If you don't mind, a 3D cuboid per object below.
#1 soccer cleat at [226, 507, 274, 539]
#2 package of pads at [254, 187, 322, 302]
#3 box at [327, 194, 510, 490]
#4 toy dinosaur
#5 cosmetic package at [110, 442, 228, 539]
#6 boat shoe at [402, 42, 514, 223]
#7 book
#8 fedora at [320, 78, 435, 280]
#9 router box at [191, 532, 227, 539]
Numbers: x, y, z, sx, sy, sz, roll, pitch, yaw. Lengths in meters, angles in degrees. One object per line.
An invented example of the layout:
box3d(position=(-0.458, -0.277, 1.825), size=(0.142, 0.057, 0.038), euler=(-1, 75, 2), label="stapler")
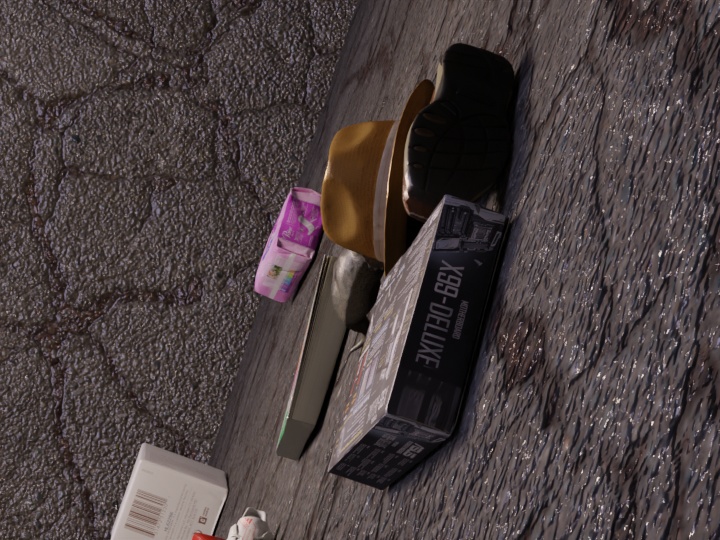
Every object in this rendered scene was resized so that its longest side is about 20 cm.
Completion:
box3d(position=(-0.125, 0.313, 1.688), size=(0.200, 0.068, 0.086), euler=(-95, 21, -86), label="soccer cleat")
box3d(position=(-0.116, -0.041, 2.596), size=(0.200, 0.075, 0.122), euler=(121, 165, -63), label="package of pads")
box3d(position=(0.037, 0.057, 1.104), size=(0.200, 0.049, 0.160), euler=(124, 164, -67), label="box")
box3d(position=(0.000, 0.000, 1.482), size=(0.201, 0.076, 0.102), euler=(-62, -3, 32), label="toy dinosaur")
box3d(position=(-0.333, 0.416, 2.721), size=(0.200, 0.164, 0.169), euler=(-157, 87, -83), label="cosmetic package")
box3d(position=(0.071, -0.091, 1.173), size=(0.201, 0.075, 0.074), euler=(-66, -2, -50), label="boat shoe")
box3d(position=(-0.050, 0.102, 1.786), size=(0.134, 0.047, 0.202), euler=(113, 172, -64), label="book")
box3d(position=(0.015, -0.067, 1.298), size=(0.201, 0.081, 0.204), euler=(9, -90, -80), label="fedora")
box3d(position=(-0.116, 0.341, 1.295), size=(0.179, 0.048, 0.203), euler=(14, 85, 60), label="router box")
